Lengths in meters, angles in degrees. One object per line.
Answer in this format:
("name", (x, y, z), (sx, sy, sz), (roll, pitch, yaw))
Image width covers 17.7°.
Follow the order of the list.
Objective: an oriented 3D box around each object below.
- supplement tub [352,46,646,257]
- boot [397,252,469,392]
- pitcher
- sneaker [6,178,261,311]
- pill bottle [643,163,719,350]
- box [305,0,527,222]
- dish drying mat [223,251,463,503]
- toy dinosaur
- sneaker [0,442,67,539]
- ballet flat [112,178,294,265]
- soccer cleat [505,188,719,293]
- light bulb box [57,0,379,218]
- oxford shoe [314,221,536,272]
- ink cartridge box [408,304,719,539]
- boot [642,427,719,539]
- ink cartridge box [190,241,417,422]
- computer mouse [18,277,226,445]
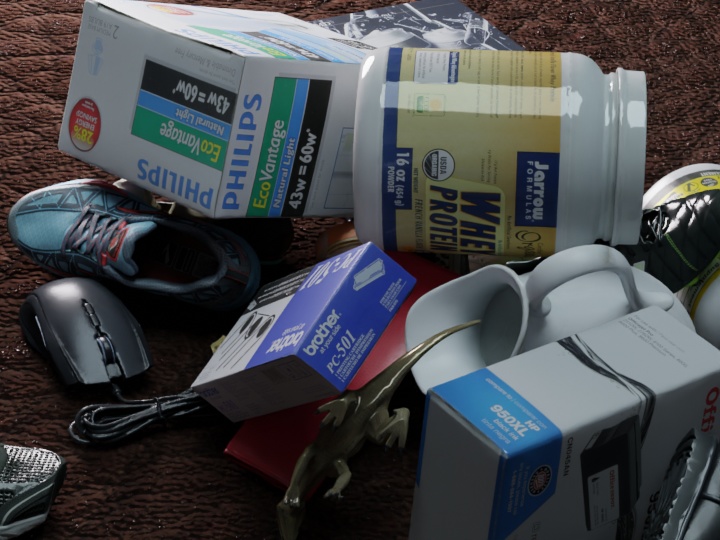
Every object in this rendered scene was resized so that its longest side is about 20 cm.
("supplement tub", (0.098, -0.082, 1.625), (0.199, 0.145, 0.145), (2, 31, 4))
("boot", (0.000, 0.000, 1.703), (0.153, 0.074, 0.204), (-4, 66, -7))
("pitcher", (0.157, 0.038, 1.601), (0.200, 0.171, 0.122), (10, 59, -41))
("sneaker", (-0.175, -0.026, 1.739), (0.199, 0.080, 0.096), (12, -3, 9))
("pill bottle", (0.286, 0.013, 1.738), (0.112, 0.113, 0.200), (-6, 33, -16))
("box", (0.038, -0.140, 1.968), (0.199, 0.104, 0.182), (-14, 34, -27))
("dish drying mat", (-0.009, 0.069, 1.617), (0.077, 0.018, 0.200), (25, 65, 30))
("toy dinosaur", (-0.002, 0.095, 1.495), (0.058, 0.200, 0.101), (40, 0, -5))
("sneaker", (-0.293, 0.123, 1.513), (0.199, 0.087, 0.080), (2, 33, -4))
("ballet flat", (-0.152, -0.045, 1.823), (0.199, 0.069, 0.068), (1, 21, -6))
("soccer cleat", (0.190, -0.012, 1.706), (0.081, 0.200, 0.068), (32, 47, -29))
("light bulb box", (-0.088, -0.124, 1.771), (0.200, 0.125, 0.198), (-1, 18, -45))
("oxford shoe", (0.066, 0.005, 1.788), (0.199, 0.071, 0.073), (-3, 56, -12))
("ink cartridge box", (0.137, 0.125, 1.505), (0.200, 0.145, 0.084), (-19, 40, -33))
("boot", (0.270, 0.211, 1.452), (0.200, 0.066, 0.165), (25, 75, -2))
("ink cartridge box", (-0.041, 0.044, 1.540), (0.044, 0.200, 0.094), (40, 68, -13))
("computer mouse", (-0.166, 0.048, 1.690), (0.140, 0.046, 0.200), (-9, 34, -19))
